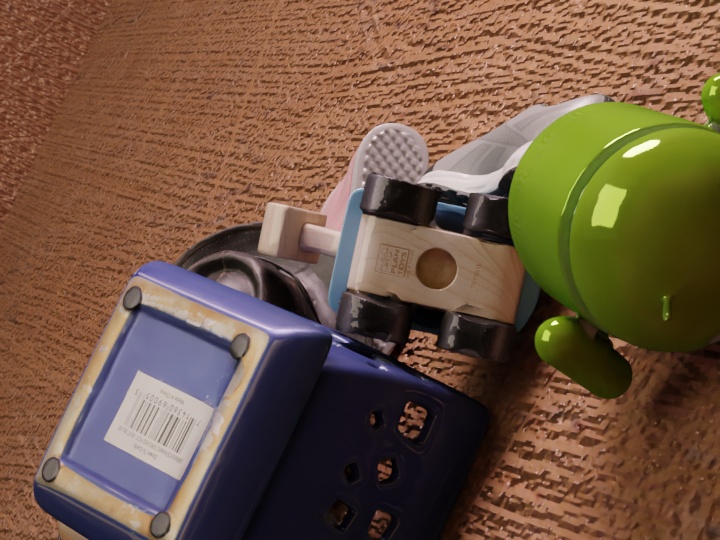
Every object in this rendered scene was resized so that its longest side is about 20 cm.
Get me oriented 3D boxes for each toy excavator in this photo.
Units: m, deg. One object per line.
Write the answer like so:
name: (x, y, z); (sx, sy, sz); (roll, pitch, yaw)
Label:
toy excavator: (0.021, -0.006, 1.498); (0.200, 0.193, 0.101); (18, -96, -85)

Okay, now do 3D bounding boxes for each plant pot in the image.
plant pot: (-0.072, 0.115, 1.431); (0.199, 0.180, 0.201); (21, 82, 45)

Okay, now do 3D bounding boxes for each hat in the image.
hat: (-0.085, 0.049, 1.603); (0.202, 0.200, 0.081); (-66, -24, -11)

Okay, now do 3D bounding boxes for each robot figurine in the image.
robot figurine: (0.147, -0.024, 1.214); (0.176, 0.115, 0.200); (-54, 17, 1)

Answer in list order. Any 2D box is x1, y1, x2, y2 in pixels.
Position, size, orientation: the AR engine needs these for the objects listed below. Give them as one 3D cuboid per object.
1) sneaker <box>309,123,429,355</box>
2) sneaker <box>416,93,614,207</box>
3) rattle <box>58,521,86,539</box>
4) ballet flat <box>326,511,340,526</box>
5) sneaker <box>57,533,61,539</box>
sneaker: (0.000, 0.000, 1.704); (0.105, 0.075, 0.201); (126, 160, -71)
sneaker: (0.105, -0.064, 1.496); (0.080, 0.074, 0.200); (-59, 21, -21)
rattle: (-0.153, 0.187, 1.742); (0.142, 0.131, 0.200); (8, 25, 40)
ballet flat: (-0.086, 0.208, 1.639); (0.200, 0.068, 0.068); (-40, 26, 52)
sneaker: (-0.201, 0.204, 1.909); (0.200, 0.083, 0.072); (-48, 14, -15)
